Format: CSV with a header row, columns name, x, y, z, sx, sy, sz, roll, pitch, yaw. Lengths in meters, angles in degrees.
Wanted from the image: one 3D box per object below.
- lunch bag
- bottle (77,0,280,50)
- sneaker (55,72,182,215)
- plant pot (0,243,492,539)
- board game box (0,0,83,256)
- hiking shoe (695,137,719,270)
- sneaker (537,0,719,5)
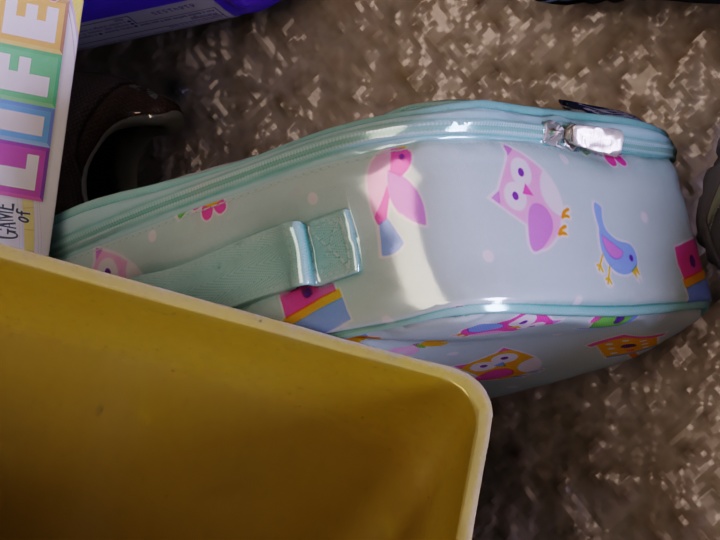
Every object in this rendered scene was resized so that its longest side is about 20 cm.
name,x,y,z,sx,sy,sz,roll,pitch,yaw
lunch bag,0.000,0.000,0.833,0.200,0.160,0.077,-18,74,39
bottle,-0.118,-0.120,0.967,0.200,0.065,0.084,-10,68,24
sneaker,-0.103,0.028,0.937,0.075,0.070,0.200,-2,86,19
plant pot,-0.091,0.132,0.751,0.200,0.177,0.200,15,53,-5
board game box,-0.135,-0.053,0.868,0.134,0.034,0.200,-3,79,62
hiking shoe,0.196,-0.045,0.806,0.200,0.076,0.101,-37,67,16
sneaker,0.086,-0.119,0.859,0.200,0.078,0.070,28,65,33
